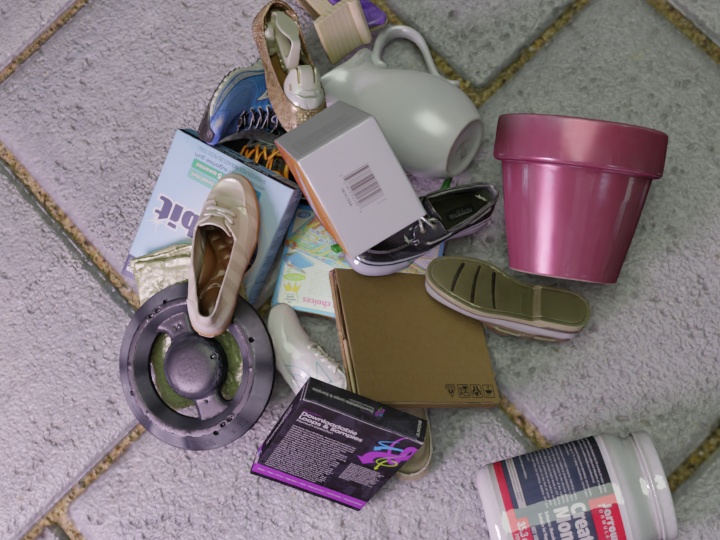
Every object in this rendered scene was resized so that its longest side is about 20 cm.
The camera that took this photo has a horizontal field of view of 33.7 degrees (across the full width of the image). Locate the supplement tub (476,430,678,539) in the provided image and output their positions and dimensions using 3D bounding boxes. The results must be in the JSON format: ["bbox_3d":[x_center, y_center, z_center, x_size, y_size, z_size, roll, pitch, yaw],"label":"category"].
[{"bbox_3d":[0.240,0.264,1.329,0.199,0.140,0.141,-16,76,4],"label":"supplement tub"}]

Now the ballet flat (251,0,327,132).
[{"bbox_3d":[-0.084,-0.245,1.444,0.070,0.065,0.201,-15,69,-25],"label":"ballet flat"}]

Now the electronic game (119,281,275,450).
[{"bbox_3d":[-0.195,0.113,1.413,0.199,0.042,0.202,0,89,15],"label":"electronic game"}]

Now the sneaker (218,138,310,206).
[{"bbox_3d":[-0.107,-0.129,1.497,0.199,0.077,0.079,11,81,11],"label":"sneaker"}]

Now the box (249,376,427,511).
[{"bbox_3d":[-0.028,0.199,1.335,0.142,0.200,0.036,22,53,-11],"label":"box"}]

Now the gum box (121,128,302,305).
[{"bbox_3d":[-0.184,-0.049,1.470,0.169,0.045,0.201,27,104,12],"label":"gum box"}]

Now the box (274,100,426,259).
[{"bbox_3d":[-0.016,-0.107,1.337,0.097,0.200,0.125,-31,106,-3],"label":"box"}]

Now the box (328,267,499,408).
[{"bbox_3d":[0.063,0.079,1.373,0.199,0.021,0.164,4,63,-32],"label":"box"}]

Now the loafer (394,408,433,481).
[{"bbox_3d":[0.037,0.154,1.404,0.075,0.068,0.201,-15,90,5],"label":"loafer"}]

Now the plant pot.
[{"bbox_3d":[0.249,-0.082,1.391,0.199,0.200,0.180,8,95,9],"label":"plant pot"}]

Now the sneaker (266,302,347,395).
[{"bbox_3d":[-0.050,0.127,1.430,0.080,0.070,0.201,-26,81,20],"label":"sneaker"}]

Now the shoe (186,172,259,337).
[{"bbox_3d":[-0.160,-0.025,1.378,0.069,0.053,0.201,4,72,9],"label":"shoe"}]

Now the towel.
[{"bbox_3d":[-0.197,0.065,1.448,0.147,0.036,0.201,-11,94,18],"label":"towel"}]

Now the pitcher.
[{"bbox_3d":[0.065,-0.215,1.479,0.199,0.121,0.172,32,74,25],"label":"pitcher"}]

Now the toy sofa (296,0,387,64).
[{"bbox_3d":[-0.059,-0.365,1.511,0.097,0.083,0.200,-36,58,-6],"label":"toy sofa"}]

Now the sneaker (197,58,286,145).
[{"bbox_3d":[-0.124,-0.208,1.480,0.089,0.079,0.200,40,48,6],"label":"sneaker"}]

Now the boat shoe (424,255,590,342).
[{"bbox_3d":[0.167,0.044,1.405,0.199,0.069,0.075,19,57,0],"label":"boat shoe"}]

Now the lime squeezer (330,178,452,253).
[{"bbox_3d":[0.063,-0.063,1.451,0.200,0.038,0.071,-36,30,-18],"label":"lime squeezer"}]

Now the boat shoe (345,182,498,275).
[{"bbox_3d":[0.072,-0.060,1.377,0.199,0.071,0.072,-25,70,-24],"label":"boat shoe"}]

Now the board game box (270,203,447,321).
[{"bbox_3d":[0.000,0.000,1.475,0.199,0.034,0.135,11,79,10],"label":"board game box"}]
